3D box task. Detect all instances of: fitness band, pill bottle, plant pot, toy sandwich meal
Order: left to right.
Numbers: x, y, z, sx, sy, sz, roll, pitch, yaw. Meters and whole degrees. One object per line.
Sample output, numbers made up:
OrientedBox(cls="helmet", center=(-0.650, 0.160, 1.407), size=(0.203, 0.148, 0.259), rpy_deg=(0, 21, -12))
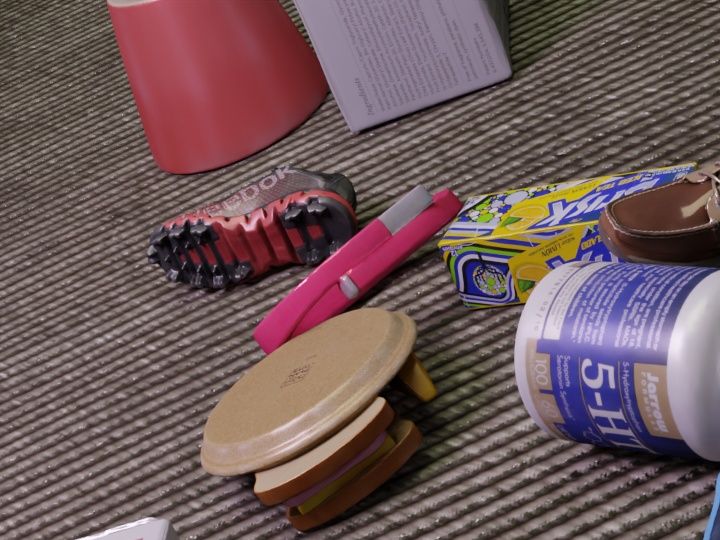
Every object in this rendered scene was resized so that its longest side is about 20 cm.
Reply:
OrientedBox(cls="plant pot", center=(-0.152, -0.222, 2.174), size=(0.199, 0.178, 0.201), rpy_deg=(-20, 26, 10))
OrientedBox(cls="toy sandwich meal", center=(-0.026, 0.104, 1.571), size=(0.204, 0.070, 0.205), rpy_deg=(-31, 17, 10))
OrientedBox(cls="fitness band", center=(0.000, 0.000, 1.703), size=(0.200, 0.037, 0.144), rpy_deg=(-38, -5, -28))
OrientedBox(cls="pill bottle", center=(0.206, 0.057, 1.375), size=(0.199, 0.120, 0.120), rpy_deg=(3, 37, 46))

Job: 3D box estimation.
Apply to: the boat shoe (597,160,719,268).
OrientedBox(cls="boat shoe", center=(0.257, -0.051, 1.509), size=(0.199, 0.072, 0.076), rpy_deg=(-10, 45, -20))

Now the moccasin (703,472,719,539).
OrientedBox(cls="moccasin", center=(0.232, 0.151, 1.214), size=(0.068, 0.081, 0.200), rpy_deg=(-28, 24, 23))

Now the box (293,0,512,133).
OrientedBox(cls="box", center=(0.036, -0.277, 2.080), size=(0.170, 0.201, 0.199), rpy_deg=(-17, 27, 12))

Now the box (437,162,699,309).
OrientedBox(cls="box", center=(0.164, -0.024, 1.636), size=(0.199, 0.065, 0.070), rpy_deg=(-8, 31, 34))

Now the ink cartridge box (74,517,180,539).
OrientedBox(cls="ink cartridge box", center=(-0.185, 0.262, 1.385), size=(0.144, 0.085, 0.200), rpy_deg=(-17, 27, 16))

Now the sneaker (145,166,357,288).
OrientedBox(cls="sneaker", center=(-0.088, -0.040, 1.892), size=(0.199, 0.071, 0.098), rpy_deg=(-12, 29, 22))
